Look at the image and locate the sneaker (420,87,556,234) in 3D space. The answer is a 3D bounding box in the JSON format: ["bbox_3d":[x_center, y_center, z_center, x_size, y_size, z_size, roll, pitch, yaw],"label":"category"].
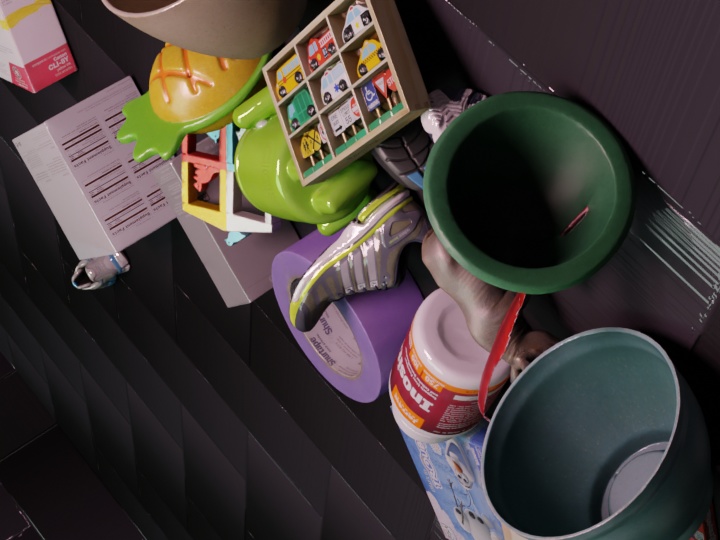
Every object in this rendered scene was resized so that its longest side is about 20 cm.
[{"bbox_3d":[0.116,-0.060,1.219,0.199,0.079,0.130,40,144,13],"label":"sneaker"}]

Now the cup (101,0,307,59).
[{"bbox_3d":[-0.130,-0.285,1.319,0.200,0.201,0.143,31,174,44],"label":"cup"}]

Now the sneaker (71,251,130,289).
[{"bbox_3d":[-0.468,0.002,2.392,0.075,0.086,0.200,56,157,-2],"label":"sneaker"}]

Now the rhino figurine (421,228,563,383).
[{"bbox_3d":[0.131,0.030,1.291,0.201,0.087,0.060,56,156,4],"label":"rhino figurine"}]

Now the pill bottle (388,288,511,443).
[{"bbox_3d":[0.091,0.105,1.425,0.113,0.113,0.200,49,155,17],"label":"pill bottle"}]

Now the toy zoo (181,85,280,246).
[{"bbox_3d":[-0.149,-0.124,1.580,0.131,0.020,0.201,15,114,28],"label":"toy zoo"}]

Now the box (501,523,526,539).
[{"bbox_3d":[0.199,0.251,1.386,0.078,0.095,0.201,37,157,33],"label":"box"}]

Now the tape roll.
[{"bbox_3d":[-0.010,0.045,1.582,0.200,0.085,0.201,43,151,30],"label":"tape roll"}]

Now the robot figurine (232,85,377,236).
[{"bbox_3d":[-0.062,-0.110,1.444,0.176,0.116,0.200,50,164,-22],"label":"robot figurine"}]

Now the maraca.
[{"bbox_3d":[-0.178,-0.197,1.478,0.137,0.200,0.107,45,177,46],"label":"maraca"}]

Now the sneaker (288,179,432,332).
[{"bbox_3d":[0.000,0.000,1.430,0.081,0.074,0.200,44,115,4],"label":"sneaker"}]

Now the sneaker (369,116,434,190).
[{"bbox_3d":[0.019,-0.151,1.318,0.201,0.073,0.082,59,161,23],"label":"sneaker"}]

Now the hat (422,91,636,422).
[{"bbox_3d":[0.118,-0.024,1.141,0.165,0.200,0.176,39,160,10],"label":"hat"}]

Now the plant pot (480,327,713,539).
[{"bbox_3d":[0.223,0.170,1.196,0.134,0.201,0.200,40,167,-33],"label":"plant pot"}]

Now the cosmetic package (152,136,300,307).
[{"bbox_3d":[-0.158,-0.065,1.702,0.201,0.107,0.090,58,155,-6],"label":"cosmetic package"}]

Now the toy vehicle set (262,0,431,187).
[{"bbox_3d":[-0.017,-0.168,1.257,0.200,0.026,0.125,-30,78,56],"label":"toy vehicle set"}]

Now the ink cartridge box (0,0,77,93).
[{"bbox_3d":[-0.510,-0.378,2.012,0.145,0.083,0.201,28,143,47],"label":"ink cartridge box"}]

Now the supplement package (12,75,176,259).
[{"bbox_3d":[-0.360,-0.140,1.939,0.201,0.147,0.191,62,155,-11],"label":"supplement package"}]

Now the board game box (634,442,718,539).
[{"bbox_3d":[0.258,0.191,1.331,0.200,0.019,0.103,27,141,49],"label":"board game box"}]

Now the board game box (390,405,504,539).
[{"bbox_3d":[0.136,0.252,1.604,0.199,0.043,0.201,15,132,58],"label":"board game box"}]
